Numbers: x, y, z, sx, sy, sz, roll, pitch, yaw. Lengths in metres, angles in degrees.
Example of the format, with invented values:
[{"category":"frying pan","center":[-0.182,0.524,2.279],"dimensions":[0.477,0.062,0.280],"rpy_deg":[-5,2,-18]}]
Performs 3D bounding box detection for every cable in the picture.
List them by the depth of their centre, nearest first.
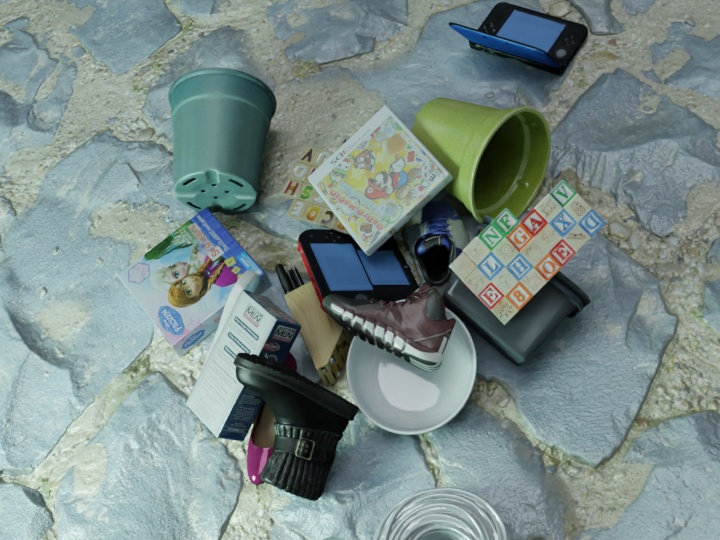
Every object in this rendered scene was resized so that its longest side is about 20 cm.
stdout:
[{"category":"cable","center":[0.109,0.396,1.380],"dimensions":[0.197,0.070,0.202],"rpy_deg":[-17,54,3]}]

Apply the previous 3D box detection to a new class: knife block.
[{"category":"knife block","center":[-0.086,0.069,1.654],"dimensions":[0.173,0.064,0.202],"rpy_deg":[12,62,23]}]

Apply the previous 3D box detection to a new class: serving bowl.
[{"category":"serving bowl","center":[0.081,0.149,1.539],"dimensions":[0.197,0.066,0.204],"rpy_deg":[-4,72,12]}]

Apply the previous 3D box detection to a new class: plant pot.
[{"category":"plant pot","center":[0.182,-0.196,1.686],"dimensions":[0.183,0.201,0.201],"rpy_deg":[30,69,39]},{"category":"plant pot","center":[-0.253,-0.220,1.825],"dimensions":[0.197,0.201,0.199],"rpy_deg":[-5,63,12]}]

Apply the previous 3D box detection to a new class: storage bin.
[{"category":"storage bin","center":[0.219,0.041,1.541],"dimensions":[0.199,0.146,0.135],"rpy_deg":[40,83,7]}]

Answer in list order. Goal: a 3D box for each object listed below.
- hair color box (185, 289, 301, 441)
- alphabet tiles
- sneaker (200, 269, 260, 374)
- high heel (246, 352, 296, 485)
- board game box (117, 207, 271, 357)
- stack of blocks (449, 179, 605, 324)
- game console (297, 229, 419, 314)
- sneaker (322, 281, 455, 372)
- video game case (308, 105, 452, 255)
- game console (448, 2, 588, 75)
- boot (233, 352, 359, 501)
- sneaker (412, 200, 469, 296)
[{"category":"hair color box","center":[-0.177,0.144,1.548],"dimensions":[0.100,0.060,0.202],"rpy_deg":[35,101,41]},{"category":"alphabet tiles","center":[-0.037,-0.149,1.718],"dimensions":[0.198,0.008,0.169],"rpy_deg":[17,73,33]},{"category":"sneaker","center":[-0.187,0.102,1.655],"dimensions":[0.081,0.074,0.203],"rpy_deg":[18,79,8]},{"category":"high heel","center":[-0.142,0.216,1.552],"dimensions":[0.066,0.097,0.203],"rpy_deg":[1,58,16]},{"category":"board game box","center":[-0.286,0.016,1.759],"dimensions":[0.199,0.041,0.200],"rpy_deg":[-39,56,-11]},{"category":"stack of blocks","center":[0.234,-0.035,1.450],"dimensions":[0.200,0.059,0.115],"rpy_deg":[-45,83,4]},{"category":"game console","center":[0.000,0.000,1.633],"dimensions":[0.174,0.031,0.201],"rpy_deg":[-4,41,-19]},{"category":"sneaker","center":[0.050,0.057,1.508],"dimensions":[0.198,0.076,0.117],"rpy_deg":[28,76,9]},{"category":"video game case","center":[0.028,-0.149,1.661],"dimensions":[0.182,0.023,0.201],"rpy_deg":[-42,54,5]},{"category":"game console","center":[0.287,-0.439,1.852],"dimensions":[0.198,0.119,0.172],"rpy_deg":[24,67,27]},{"category":"boot","center":[-0.116,0.226,1.469],"dimensions":[0.209,0.079,0.159],"rpy_deg":[29,88,-15]},{"category":"sneaker","center":[0.129,-0.040,1.634],"dimensions":[0.079,0.116,0.202],"rpy_deg":[-6,56,11]}]
